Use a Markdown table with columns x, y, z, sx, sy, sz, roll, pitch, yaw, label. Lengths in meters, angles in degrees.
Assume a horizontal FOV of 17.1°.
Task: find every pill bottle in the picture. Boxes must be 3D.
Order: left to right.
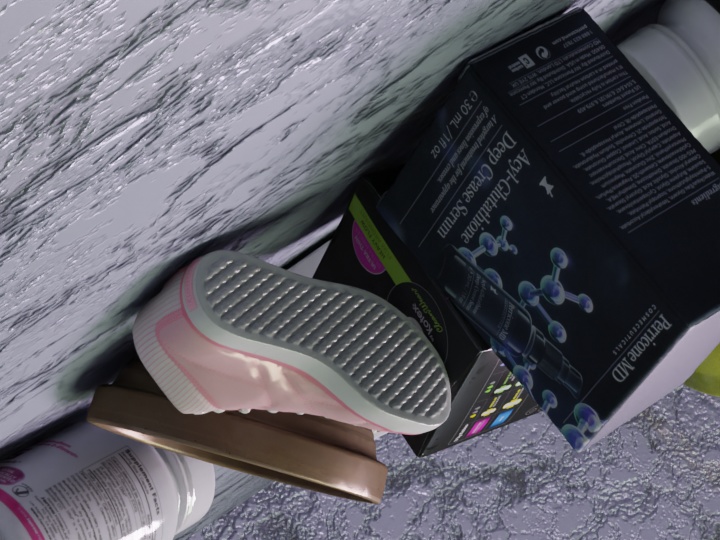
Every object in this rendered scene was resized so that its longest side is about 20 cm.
| x | y | z | sx | sy | sz | roll | pitch | yaw | label |
| --- | --- | --- | --- | --- | --- | --- | --- | --- | --- |
| -0.198 | 0.170 | 1.659 | 0.113 | 0.114 | 0.200 | -40 | 172 | 40 | pill bottle |
| 0.273 | -0.160 | 1.616 | 0.199 | 0.115 | 0.114 | -33 | 174 | -12 | pill bottle |

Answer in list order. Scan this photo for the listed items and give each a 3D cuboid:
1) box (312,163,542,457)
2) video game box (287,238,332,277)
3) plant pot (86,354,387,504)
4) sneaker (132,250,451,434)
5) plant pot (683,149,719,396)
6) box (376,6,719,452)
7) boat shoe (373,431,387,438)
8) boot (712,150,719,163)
| x | y | z | sx | sy | sz | roll | pitch | yaw | label |
| --- | --- | --- | --- | --- | --- | --- | --- | --- | --- |
| 0.095 | 0.005 | 1.560 | 0.199 | 0.149 | 0.125 | -18 | 151 | -33 | box |
| 0.000 | 0.000 | 1.727 | 0.200 | 0.047 | 0.182 | -35 | 172 | 3 | video game box |
| -0.071 | 0.084 | 1.574 | 0.201 | 0.200 | 0.093 | 96 | 11 | -82 | plant pot |
| -0.046 | 0.054 | 1.440 | 0.200 | 0.076 | 0.104 | 24 | 144 | -31 | sneaker |
| 0.267 | -0.020 | 1.700 | 0.200 | 0.200 | 0.194 | -31 | 132 | -24 | plant pot |
| 0.129 | -0.023 | 1.413 | 0.107 | 0.200 | 0.149 | -29 | 163 | -37 | box |
| 0.017 | 0.082 | 1.747 | 0.199 | 0.072 | 0.068 | -26 | -179 | 18 | boat shoe |
| 0.275 | -0.076 | 1.810 | 0.185 | 0.064 | 0.201 | 12 | 104 | -28 | boot |
